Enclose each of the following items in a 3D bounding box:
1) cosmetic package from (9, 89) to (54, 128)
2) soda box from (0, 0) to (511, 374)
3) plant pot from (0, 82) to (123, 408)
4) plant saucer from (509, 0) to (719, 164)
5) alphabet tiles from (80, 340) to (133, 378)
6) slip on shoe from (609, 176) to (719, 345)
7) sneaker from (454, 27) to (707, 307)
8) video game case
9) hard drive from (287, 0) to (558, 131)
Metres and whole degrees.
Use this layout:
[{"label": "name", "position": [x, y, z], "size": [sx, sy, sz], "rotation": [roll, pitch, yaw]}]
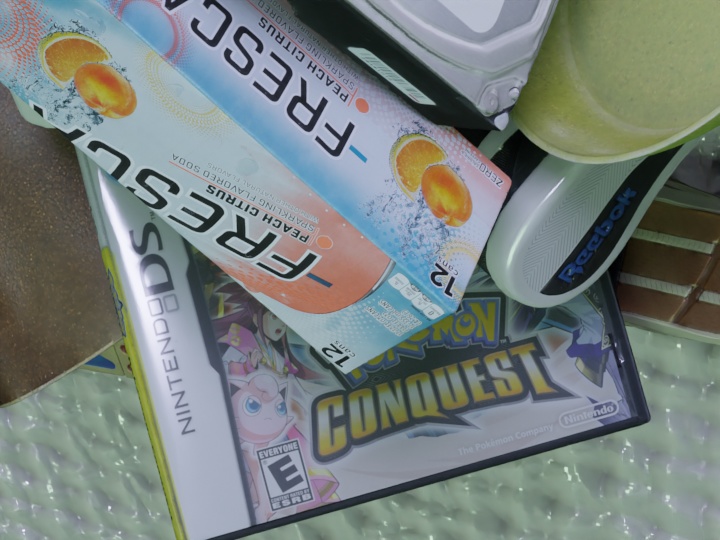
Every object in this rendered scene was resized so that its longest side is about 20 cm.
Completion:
[{"label": "cosmetic package", "position": [-0.054, -0.176, 0.756], "size": [0.164, 0.165, 0.201], "rotation": [3, 133, 27]}, {"label": "soda box", "position": [-0.046, -0.058, 0.692], "size": [0.200, 0.069, 0.063], "rotation": [41, 138, -16]}, {"label": "plant pot", "position": [-0.141, -0.075, 0.929], "size": [0.187, 0.187, 0.200], "rotation": [-27, 100, 45]}, {"label": "plant saucer", "position": [0.115, -0.126, 0.703], "size": [0.031, 0.201, 0.200], "rotation": [19, 148, -30]}, {"label": "alphabet tiles", "position": [-0.177, -0.006, 1.134], "size": [0.199, 0.006, 0.167], "rotation": [8, 135, 24]}, {"label": "slip on shoe", "position": [0.105, -0.017, 0.911], "size": [0.199, 0.076, 0.061], "rotation": [16, -176, 29]}, {"label": "sneaker", "position": [0.094, -0.093, 0.798], "size": [0.073, 0.200, 0.112], "rotation": [37, -174, -47]}, {"label": "video game case", "position": [0.000, 0.000, 0.848], "size": [0.026, 0.199, 0.182], "rotation": [144, 111, -79]}, {"label": "hard drive", "position": [0.032, -0.163, 0.666], "size": [0.038, 0.201, 0.140], "rotation": [9, 162, 43]}]
